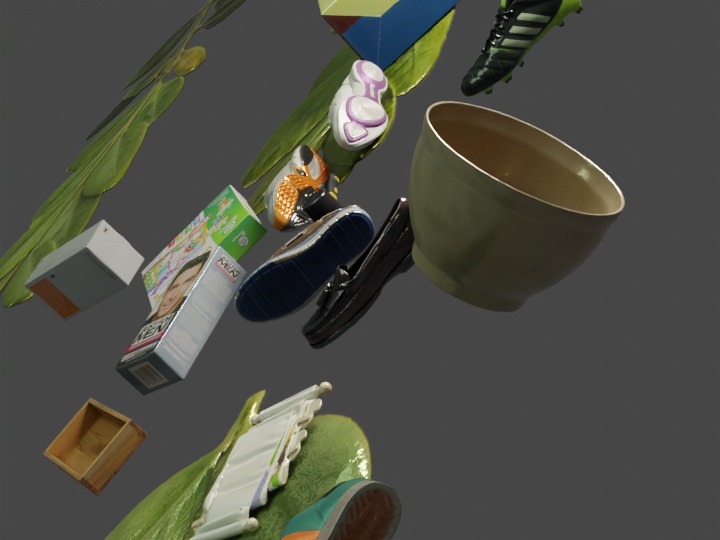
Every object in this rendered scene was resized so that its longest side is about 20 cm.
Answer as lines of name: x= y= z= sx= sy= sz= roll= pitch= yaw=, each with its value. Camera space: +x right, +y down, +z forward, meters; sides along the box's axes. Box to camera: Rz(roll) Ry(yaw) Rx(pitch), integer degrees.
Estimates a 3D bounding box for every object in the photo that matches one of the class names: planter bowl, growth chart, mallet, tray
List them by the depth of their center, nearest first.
planter bowl: x=0.126 y=-0.048 z=1.314 sx=0.201 sy=0.198 sz=0.136 roll=-92 pitch=24 yaw=-63
growth chart: x=-0.107 y=0.204 z=1.483 sx=0.144 sy=0.018 sz=0.201 roll=-22 pitch=31 yaw=45
tray: x=-0.350 y=0.230 z=1.863 sx=0.099 sy=0.037 sz=0.199 roll=-50 pitch=22 yaw=-15
mallet: x=-0.032 y=-0.086 z=1.868 sx=0.041 sy=0.066 sz=0.200 roll=-38 pitch=7 yaw=12

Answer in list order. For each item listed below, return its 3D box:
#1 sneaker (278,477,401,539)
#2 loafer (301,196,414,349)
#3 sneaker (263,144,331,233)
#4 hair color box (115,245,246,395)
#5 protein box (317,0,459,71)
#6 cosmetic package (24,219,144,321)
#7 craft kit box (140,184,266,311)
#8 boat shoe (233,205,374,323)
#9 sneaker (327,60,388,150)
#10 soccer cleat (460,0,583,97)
sneaker: x=-0.047 y=0.260 z=1.205 sx=0.200 sy=0.072 sz=0.080 roll=-47 pitch=16 yaw=-20
loafer: x=0.000 y=0.000 z=1.596 sx=0.200 sy=0.063 sz=0.072 roll=-44 pitch=21 yaw=2
sneaker: x=-0.099 y=-0.092 z=1.961 sx=0.092 sy=0.076 sz=0.200 roll=-42 pitch=12 yaw=27
hair color box: x=-0.242 y=0.067 z=1.928 sx=0.099 sy=0.061 sz=0.201 roll=-23 pitch=29 yaw=45
protein box: x=0.046 y=-0.446 z=2.239 sx=0.198 sy=0.135 sz=0.200 roll=-41 pitch=22 yaw=12
cosmetic package: x=-0.472 y=0.003 z=2.421 sx=0.199 sy=0.101 sz=0.072 roll=-27 pitch=27 yaw=41
craft kit box: x=-0.238 y=-0.025 z=2.119 sx=0.200 sy=0.049 sz=0.198 roll=-45 pitch=23 yaw=1
boat shoe: x=-0.069 y=-0.007 z=1.745 sx=0.199 sy=0.073 sz=0.072 roll=-33 pitch=17 yaw=3
sneaker: x=-0.008 y=-0.216 z=2.034 sx=0.100 sy=0.074 sz=0.201 roll=-53 pitch=13 yaw=34
soccer cleat: x=0.190 y=-0.303 z=1.778 sx=0.200 sy=0.081 sz=0.068 roll=-44 pitch=21 yaw=2
